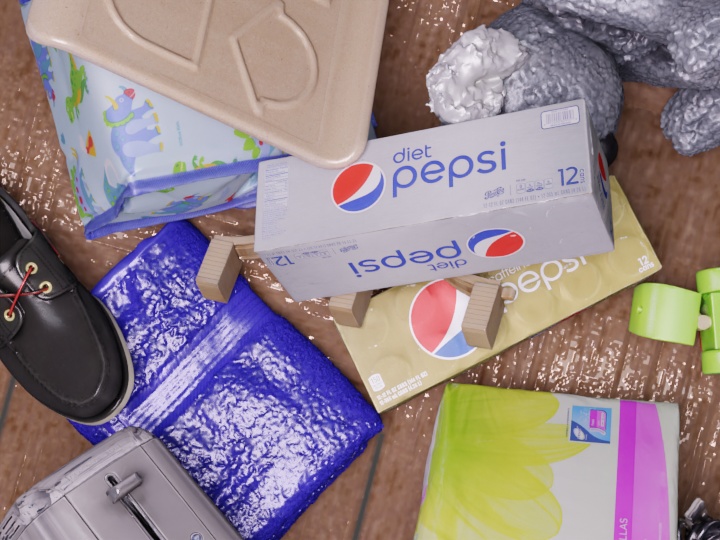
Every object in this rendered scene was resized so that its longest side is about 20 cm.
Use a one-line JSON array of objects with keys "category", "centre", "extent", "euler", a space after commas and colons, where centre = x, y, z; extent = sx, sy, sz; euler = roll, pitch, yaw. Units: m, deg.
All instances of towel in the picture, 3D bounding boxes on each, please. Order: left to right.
[{"category": "towel", "centre": [-0.101, 0.080, 0.970], "extent": [0.200, 0.050, 0.148], "euler": [44, 89, 5]}]

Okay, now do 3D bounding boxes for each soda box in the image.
[{"category": "soda box", "centre": [0.042, -0.037, 0.870], "extent": [0.198, 0.068, 0.064], "euler": [-10, 60, 17]}, {"category": "soda box", "centre": [0.085, 0.016, 0.959], "extent": [0.198, 0.064, 0.068], "euler": [-27, 83, 0]}]

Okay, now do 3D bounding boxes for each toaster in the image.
[{"category": "toaster", "centre": [-0.147, 0.184, 0.912], "extent": [0.113, 0.200, 0.130], "euler": [-31, 79, -33]}]

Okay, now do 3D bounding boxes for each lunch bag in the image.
[{"category": "lunch bag", "centre": [-0.094, -0.127, 0.951], "extent": [0.198, 0.127, 0.172], "euler": [-15, 85, -28]}]

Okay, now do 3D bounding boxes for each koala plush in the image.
[{"category": "koala plush", "centre": [0.127, -0.128, 0.925], "extent": [0.199, 0.177, 0.184], "euler": [-37, 73, 0]}]

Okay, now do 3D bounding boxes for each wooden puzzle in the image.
[{"category": "wooden puzzle", "centre": [-0.082, -0.164, 0.876], "extent": [0.198, 0.046, 0.187], "euler": [20, 59, -20]}]

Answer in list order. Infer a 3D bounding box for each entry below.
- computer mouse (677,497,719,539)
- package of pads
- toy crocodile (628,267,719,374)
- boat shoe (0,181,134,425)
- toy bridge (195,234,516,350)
[{"category": "computer mouse", "centre": [0.284, 0.159, 0.932], "extent": [0.198, 0.053, 0.139], "euler": [-24, 122, -4]}, {"category": "package of pads", "centre": [0.105, 0.161, 0.882], "extent": [0.153, 0.069, 0.201], "euler": [4, 46, 8]}, {"category": "toy crocodile", "centre": [0.269, 0.029, 0.957], "extent": [0.197, 0.062, 0.068], "euler": [-4, 85, -3]}, {"category": "boat shoe", "centre": [-0.213, 0.014, 0.942], "extent": [0.073, 0.063, 0.202], "euler": [-39, 66, 0]}, {"category": "toy bridge", "centre": [0.000, 0.000, 0.928], "extent": [0.198, 0.027, 0.068], "euler": [9, 62, 20]}]
